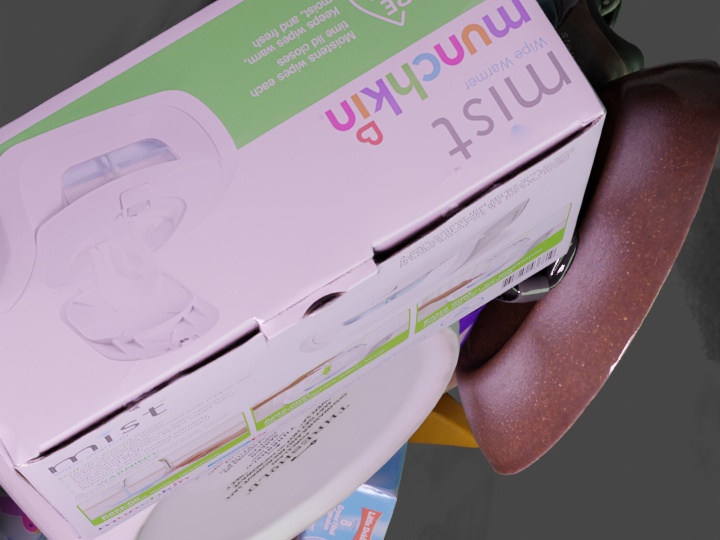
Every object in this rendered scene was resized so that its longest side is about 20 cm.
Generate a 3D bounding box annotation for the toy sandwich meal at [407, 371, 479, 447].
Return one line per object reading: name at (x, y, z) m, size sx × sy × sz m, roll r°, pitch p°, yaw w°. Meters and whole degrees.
toy sandwich meal at (0.028, 0.030, 1.341) m, size 0.205 × 0.070 × 0.205 m, roll -24°, pitch -150°, yaw 15°

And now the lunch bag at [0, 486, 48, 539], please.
lunch bag at (-0.148, 0.103, 1.174) m, size 0.200 × 0.077 × 0.160 m, roll -56°, pitch 175°, yaw 37°

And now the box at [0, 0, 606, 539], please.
box at (-0.033, -0.010, 0.810) m, size 0.200 × 0.097 × 0.177 m, roll -31°, pitch 168°, yaw -5°

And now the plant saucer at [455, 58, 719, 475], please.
plant saucer at (0.090, -0.010, 1.109) m, size 0.201 × 0.037 × 0.201 m, roll -59°, pitch -169°, yaw 18°

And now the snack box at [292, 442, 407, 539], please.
snack box at (-0.015, 0.131, 1.191) m, size 0.116 × 0.037 × 0.200 m, roll -77°, pitch -176°, yaw -52°

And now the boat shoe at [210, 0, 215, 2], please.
boat shoe at (-0.018, -0.116, 0.872) m, size 0.071 × 0.062 × 0.200 m, roll -55°, pitch 178°, yaw -4°

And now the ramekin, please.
ramekin at (-0.055, 0.036, 0.986) m, size 0.200 × 0.105 × 0.200 m, roll -33°, pitch 159°, yaw -14°

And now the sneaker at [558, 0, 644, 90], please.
sneaker at (0.082, -0.129, 1.247) m, size 0.200 × 0.082 × 0.077 m, roll -112°, pitch -155°, yaw -52°

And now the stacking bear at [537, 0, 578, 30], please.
stacking bear at (0.014, -0.105, 1.100) m, size 0.200 × 0.121 × 0.114 m, roll -43°, pitch 165°, yaw -12°

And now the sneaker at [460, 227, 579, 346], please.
sneaker at (0.043, -0.012, 1.051) m, size 0.069 × 0.100 × 0.201 m, roll -16°, pitch 139°, yaw -26°
